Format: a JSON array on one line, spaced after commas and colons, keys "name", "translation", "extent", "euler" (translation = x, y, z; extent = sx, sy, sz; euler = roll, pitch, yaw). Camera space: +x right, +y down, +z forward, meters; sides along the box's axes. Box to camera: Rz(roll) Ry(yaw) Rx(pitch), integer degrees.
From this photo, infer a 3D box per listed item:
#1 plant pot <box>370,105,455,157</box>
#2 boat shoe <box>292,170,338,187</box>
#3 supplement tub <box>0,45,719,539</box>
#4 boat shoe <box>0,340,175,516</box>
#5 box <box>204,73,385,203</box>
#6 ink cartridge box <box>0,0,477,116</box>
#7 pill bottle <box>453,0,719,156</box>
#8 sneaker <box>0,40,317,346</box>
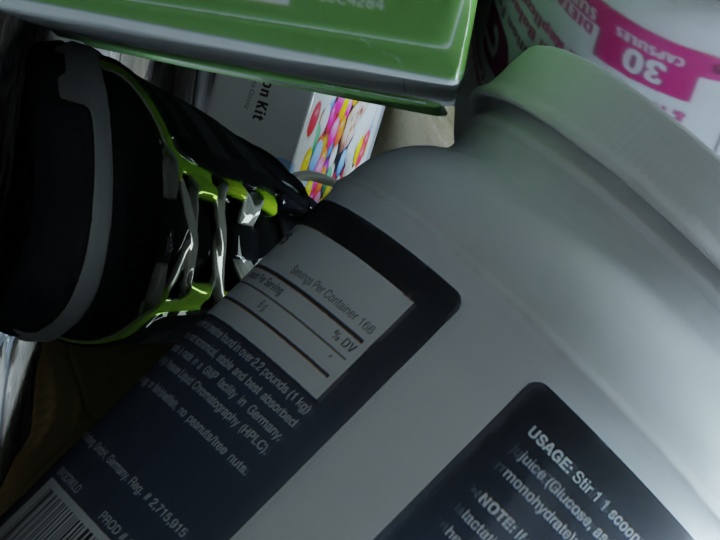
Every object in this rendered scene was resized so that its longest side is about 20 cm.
[{"name": "plant pot", "translation": [0.054, -0.056, 1.210], "extent": [0.183, 0.200, 0.201], "euler": [133, -31, -65]}, {"name": "boat shoe", "translation": [0.005, 0.002, 0.969], "extent": [0.202, 0.075, 0.086], "euler": [-41, 151, -77]}, {"name": "supplement tub", "translation": [0.010, 0.063, 0.624], "extent": [0.200, 0.140, 0.140], "euler": [-44, 174, -6]}, {"name": "boat shoe", "translation": [-0.064, 0.061, 0.792], "extent": [0.200, 0.073, 0.065], "euler": [-63, 169, -54]}, {"name": "box", "translation": [-0.028, -0.041, 1.051], "extent": [0.156, 0.041, 0.200], "euler": [-33, 140, -77]}, {"name": "ink cartridge box", "translation": [-0.023, -0.076, 0.674], "extent": [0.200, 0.104, 0.059], "euler": [-35, 135, -88]}, {"name": "pill bottle", "translation": [0.084, -0.054, 0.731], "extent": [0.200, 0.113, 0.113], "euler": [99, 0, -62]}, {"name": "sneaker", "translation": [-0.042, -0.016, 0.721], "extent": [0.200, 0.083, 0.072], "euler": [-52, 151, -87]}]
